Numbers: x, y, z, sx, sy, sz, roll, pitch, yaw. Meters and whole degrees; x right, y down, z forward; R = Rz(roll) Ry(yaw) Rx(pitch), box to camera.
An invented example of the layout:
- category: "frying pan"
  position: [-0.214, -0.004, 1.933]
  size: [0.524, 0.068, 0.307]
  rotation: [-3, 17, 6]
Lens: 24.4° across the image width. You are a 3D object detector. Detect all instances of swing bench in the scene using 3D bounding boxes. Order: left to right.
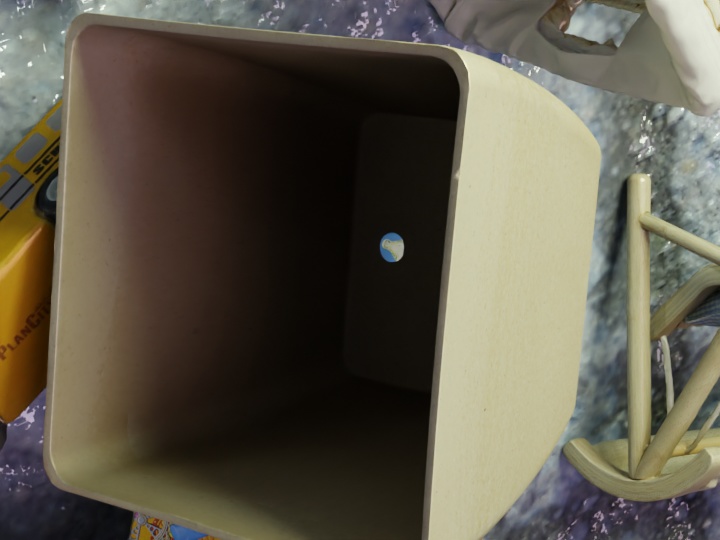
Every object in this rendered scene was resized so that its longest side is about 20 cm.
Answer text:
- category: "swing bench"
  position: [0.258, 0.051, 1.046]
  size: [0.198, 0.130, 0.202]
  rotation: [-4, 113, -35]

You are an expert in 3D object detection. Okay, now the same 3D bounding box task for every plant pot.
- category: "plant pot"
  position: [0.000, 0.000, 0.717]
  size: [0.176, 0.198, 0.202]
  rotation: [-8, 105, -54]

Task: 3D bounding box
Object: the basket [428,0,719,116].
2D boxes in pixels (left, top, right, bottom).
- category: "basket"
  position: [0.104, -0.210, 0.775]
  size: [0.161, 0.198, 0.200]
  rotation: [-50, 130, -12]

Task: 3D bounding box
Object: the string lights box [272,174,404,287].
- category: "string lights box"
  position: [0.020, -0.010, 0.889]
  size: [0.199, 0.059, 0.104]
  rotation: [-7, 113, -34]

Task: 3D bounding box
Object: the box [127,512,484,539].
- category: "box"
  position: [-0.038, 0.223, 0.849]
  size: [0.191, 0.122, 0.202]
  rotation: [19, 102, 4]

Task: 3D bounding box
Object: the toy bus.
- category: "toy bus"
  position: [-0.153, 0.001, 0.754]
  size: [0.200, 0.078, 0.065]
  rotation: [-48, 131, -9]
